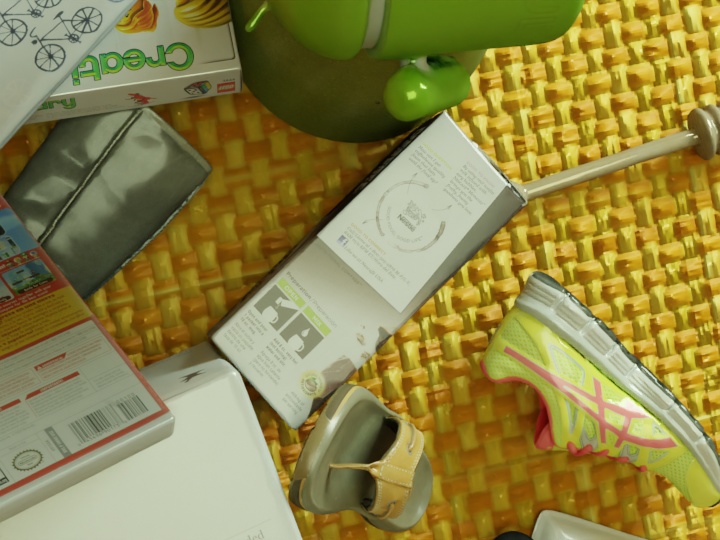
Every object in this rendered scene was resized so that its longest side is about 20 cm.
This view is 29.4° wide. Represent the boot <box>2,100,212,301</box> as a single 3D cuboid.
[{"bbox_3d":[-0.216,-0.042,0.852,0.181,0.073,0.201,37,91,-23],"label":"boot"}]

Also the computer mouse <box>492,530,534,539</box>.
[{"bbox_3d":[0.128,0.275,0.919,0.058,0.034,0.202,-23,77,15],"label":"computer mouse"}]

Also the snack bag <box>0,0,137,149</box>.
[{"bbox_3d":[-0.241,-0.181,0.820,0.199,0.021,0.189,36,71,9],"label":"snack bag"}]

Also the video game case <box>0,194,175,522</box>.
[{"bbox_3d":[-0.211,0.043,0.734,0.142,0.018,0.200,-24,58,-33],"label":"video game case"}]

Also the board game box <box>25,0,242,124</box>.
[{"bbox_3d":[-0.180,-0.158,0.847,0.197,0.035,0.128,-10,70,-9],"label":"board game box"}]

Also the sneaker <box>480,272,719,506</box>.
[{"bbox_3d":[0.162,0.097,0.929,0.200,0.078,0.090,44,93,-5],"label":"sneaker"}]

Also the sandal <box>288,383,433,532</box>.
[{"bbox_3d":[0.015,0.125,0.848,0.053,0.200,0.081,15,77,27],"label":"sandal"}]

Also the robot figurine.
[{"bbox_3d":[0.036,-0.165,0.670,0.197,0.116,0.178,-7,102,-11],"label":"robot figurine"}]

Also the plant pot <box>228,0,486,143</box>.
[{"bbox_3d":[0.014,-0.177,0.826,0.184,0.200,0.190,0,92,-10],"label":"plant pot"}]

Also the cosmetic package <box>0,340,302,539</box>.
[{"bbox_3d":[-0.123,0.171,0.830,0.163,0.165,0.203,-21,96,-10],"label":"cosmetic package"}]

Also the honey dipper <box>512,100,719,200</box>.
[{"bbox_3d":[0.185,-0.079,0.948,0.197,0.038,0.039,-17,95,-8],"label":"honey dipper"}]

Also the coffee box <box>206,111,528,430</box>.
[{"bbox_3d":[0.000,0.000,0.872,0.200,0.113,0.080,-44,94,-6],"label":"coffee box"}]

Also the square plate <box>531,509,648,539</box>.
[{"bbox_3d":[0.192,0.291,0.966,0.197,0.028,0.201,17,89,-11],"label":"square plate"}]
